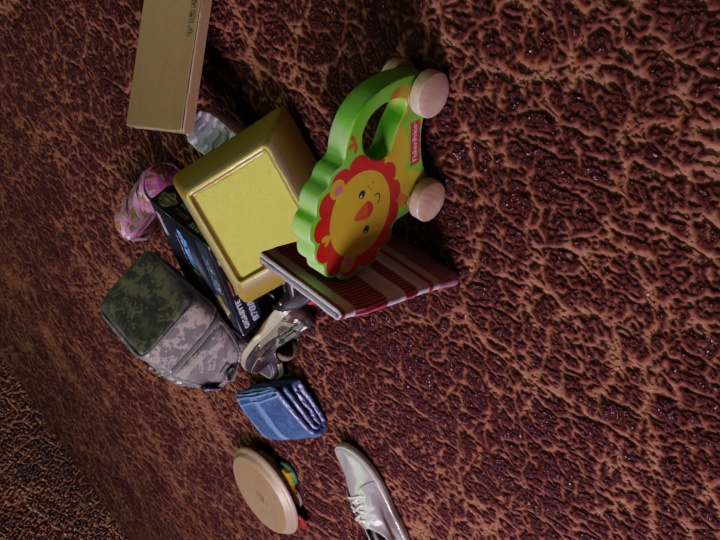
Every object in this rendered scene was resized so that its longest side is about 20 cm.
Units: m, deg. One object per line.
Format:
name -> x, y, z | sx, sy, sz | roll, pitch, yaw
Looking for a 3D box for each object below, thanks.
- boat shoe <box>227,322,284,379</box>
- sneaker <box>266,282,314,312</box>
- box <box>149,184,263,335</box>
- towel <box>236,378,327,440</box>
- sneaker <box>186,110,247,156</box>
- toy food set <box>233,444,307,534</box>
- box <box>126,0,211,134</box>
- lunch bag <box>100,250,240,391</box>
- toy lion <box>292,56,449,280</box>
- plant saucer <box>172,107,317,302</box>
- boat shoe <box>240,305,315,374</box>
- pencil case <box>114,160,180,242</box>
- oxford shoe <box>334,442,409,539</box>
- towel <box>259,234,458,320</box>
boat shoe -> -0.213, 0.126, 1.448 | 0.200, 0.065, 0.073 | 40, 139, 26
sneaker -> -0.132, -0.029, 1.198 | 0.203, 0.097, 0.071 | 59, 148, 3
box -> -0.232, -0.014, 1.290 | 0.158, 0.046, 0.202 | 36, 153, 35
towel -> -0.139, 0.244, 1.448 | 0.113, 0.048, 0.199 | 55, 147, -10
sneaker -> -0.140, -0.153, 1.151 | 0.200, 0.082, 0.075 | 43, 113, 0
toy food set -> -0.178, 0.430, 1.651 | 0.196, 0.048, 0.204 | 24, 132, 41
box -> -0.262, -0.293, 1.151 | 0.162, 0.021, 0.205 | 14, 97, 47
lunch bag -> -0.290, 0.091, 1.339 | 0.199, 0.140, 0.168 | 33, 172, 43
toy lion -> 0.006, -0.096, 0.878 | 0.068, 0.190, 0.203 | 29, 136, 35
plant saucer -> -0.134, -0.076, 1.103 | 0.198, 0.048, 0.202 | -27, 98, 21
boat shoe -> -0.130, 0.115, 1.316 | 0.065, 0.073, 0.201 | 49, 139, 12
pencil case -> -0.362, -0.116, 1.449 | 0.088, 0.082, 0.199 | 60, 146, 0
oxford shoe -> 0.011, 0.370, 1.349 | 0.075, 0.057, 0.203 | -26, 91, 59
towel -> 0.000, 0.000, 0.958 | 0.143, 0.198, 0.023 | 33, 122, 34
